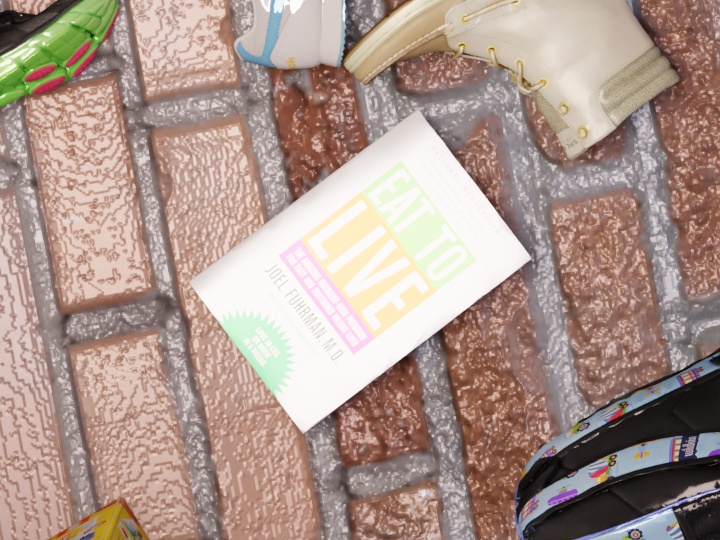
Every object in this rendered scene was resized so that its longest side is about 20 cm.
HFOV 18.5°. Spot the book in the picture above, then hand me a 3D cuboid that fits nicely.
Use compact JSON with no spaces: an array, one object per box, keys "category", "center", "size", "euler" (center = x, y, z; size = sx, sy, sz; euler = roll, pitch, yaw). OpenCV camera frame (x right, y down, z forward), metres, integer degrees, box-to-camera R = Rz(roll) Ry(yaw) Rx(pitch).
[{"category":"book","center":[0.000,0.000,1.541],"size":[0.200,0.048,0.134],"euler":[-38,90,1]}]

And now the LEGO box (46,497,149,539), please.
[{"category":"LEGO box","center":[-0.207,0.233,1.461],"size":[0.149,0.200,0.077],"euler":[-31,94,-1]}]

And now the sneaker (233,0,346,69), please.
[{"category":"sneaker","center":[-0.052,-0.237,1.506],"size":[0.081,0.077,0.201],"euler":[-2,94,-2]}]

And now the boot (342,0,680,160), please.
[{"category":"boot","center":[0.104,-0.141,1.524],"size":[0.200,0.072,0.155],"euler":[-30,96,-2]}]

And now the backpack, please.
[{"category":"backpack","center":[0.210,0.157,1.493],"size":[0.200,0.183,0.135],"euler":[-23,111,12]}]

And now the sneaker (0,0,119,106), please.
[{"category":"sneaker","center":[-0.256,-0.151,1.501],"size":[0.200,0.077,0.084],"euler":[-29,74,-13]}]
